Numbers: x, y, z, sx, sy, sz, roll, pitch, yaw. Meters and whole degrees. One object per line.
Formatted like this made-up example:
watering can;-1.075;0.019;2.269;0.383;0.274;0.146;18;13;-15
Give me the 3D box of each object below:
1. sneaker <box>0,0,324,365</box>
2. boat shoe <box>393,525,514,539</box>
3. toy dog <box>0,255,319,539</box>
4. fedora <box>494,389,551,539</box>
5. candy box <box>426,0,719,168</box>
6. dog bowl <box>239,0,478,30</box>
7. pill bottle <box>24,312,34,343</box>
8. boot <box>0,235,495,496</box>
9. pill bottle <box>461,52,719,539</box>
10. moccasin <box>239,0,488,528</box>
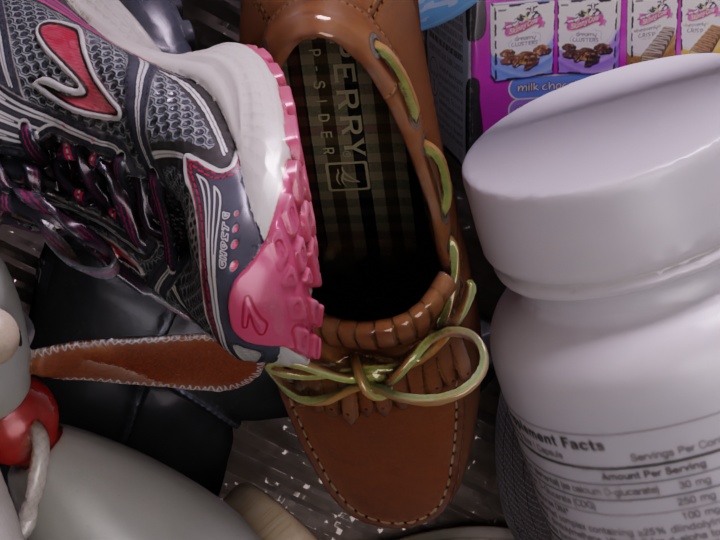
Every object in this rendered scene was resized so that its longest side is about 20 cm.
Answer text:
sneaker;-0.068;-0.028;0.695;0.074;0.200;0.081;-16;120;-22
boat shoe;0.073;0.136;0.901;0.198;0.065;0.072;5;105;-17
toy dog;-0.066;0.078;0.733;0.200;0.096;0.133;31;83;-41
fedora;0.137;0.033;0.873;0.200;0.090;0.177;-38;110;8
candy box;0.091;-0.137;0.825;0.135;0.061;0.202;-4;108;-13
dog bowl;0.002;-0.163;0.759;0.111;0.050;0.201;22;113;19
pill bottle;-0.186;0.084;0.785;0.115;0.116;0.201;25;98;-21
boot;-0.056;0.086;0.848;0.164;0.066;0.201;17;99;-13
pill bottle;0.104;0.045;0.764;0.113;0.113;0.201;-22;111;-8
moccasin;0.002;0.000;0.744;0.073;0.078;0.202;2;129;3
